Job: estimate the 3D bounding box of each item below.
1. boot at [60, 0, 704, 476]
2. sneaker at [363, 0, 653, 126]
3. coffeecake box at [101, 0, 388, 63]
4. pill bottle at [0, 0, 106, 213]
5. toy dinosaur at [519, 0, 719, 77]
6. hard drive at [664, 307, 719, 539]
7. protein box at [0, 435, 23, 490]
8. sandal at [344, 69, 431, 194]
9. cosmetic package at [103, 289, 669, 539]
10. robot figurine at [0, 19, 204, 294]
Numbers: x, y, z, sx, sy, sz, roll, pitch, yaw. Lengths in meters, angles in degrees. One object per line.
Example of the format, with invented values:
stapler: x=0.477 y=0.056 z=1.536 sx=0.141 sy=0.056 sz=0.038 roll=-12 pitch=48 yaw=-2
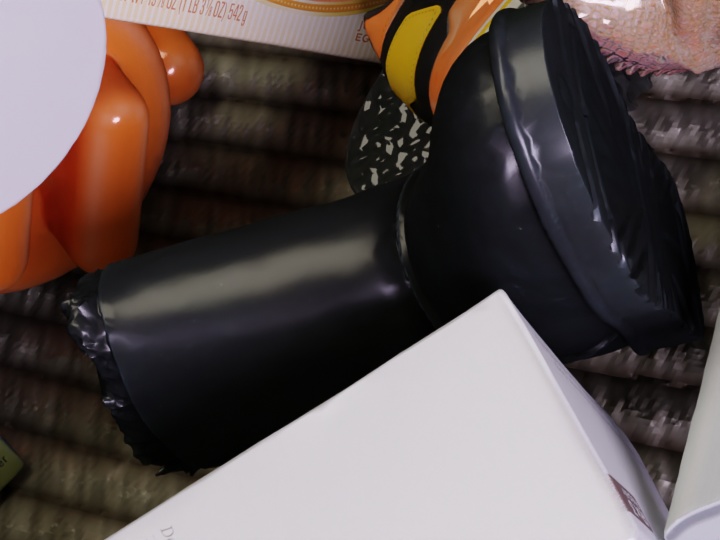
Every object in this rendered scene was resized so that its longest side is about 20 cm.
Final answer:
boot: x=0.000 y=-0.001 z=0.800 sx=0.161 sy=0.198 sz=0.074 roll=-13 pitch=74 yaw=12
sneaker: x=0.079 y=-0.121 z=0.872 sx=0.200 sy=0.070 sz=0.090 roll=-47 pitch=42 yaw=-2
coffeecake box: x=-0.017 y=-0.173 z=0.924 sx=0.073 sy=0.153 sz=0.201 roll=27 pitch=106 yaw=46
pill bottle: x=-0.167 y=-0.096 z=0.883 sx=0.116 sy=0.116 sz=0.200 roll=-45 pitch=50 yaw=-9
toy dinosaur: x=0.108 y=-0.094 z=0.795 sx=0.199 sy=0.136 sz=0.086 roll=-28 pitch=43 yaw=-11
hard drive: x=0.150 y=-0.005 z=0.754 sx=0.131 sy=0.027 sz=0.200 roll=-24 pitch=22 yaw=27
protein box: x=-0.249 y=0.012 z=0.948 sx=0.135 sy=0.199 sz=0.200 roll=-46 pitch=42 yaw=-8
sandal: x=0.067 y=-0.096 z=0.940 sx=0.075 sy=0.048 sz=0.201 roll=37 pitch=92 yaw=35
cosmetic package: x=-0.013 y=0.104 z=0.758 sx=0.199 sy=0.113 sz=0.081 roll=-33 pitch=60 yaw=4
robot figurine: x=-0.139 y=-0.070 z=1.006 sx=0.144 sy=0.117 sz=0.200 roll=-40 pitch=41 yaw=-3
